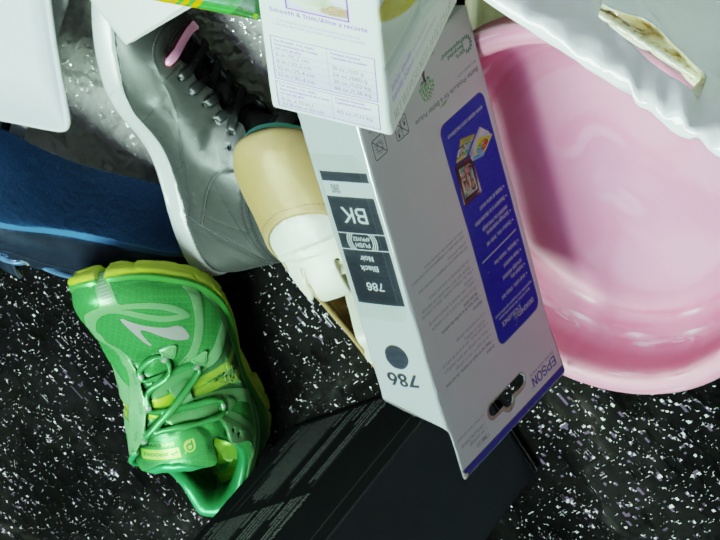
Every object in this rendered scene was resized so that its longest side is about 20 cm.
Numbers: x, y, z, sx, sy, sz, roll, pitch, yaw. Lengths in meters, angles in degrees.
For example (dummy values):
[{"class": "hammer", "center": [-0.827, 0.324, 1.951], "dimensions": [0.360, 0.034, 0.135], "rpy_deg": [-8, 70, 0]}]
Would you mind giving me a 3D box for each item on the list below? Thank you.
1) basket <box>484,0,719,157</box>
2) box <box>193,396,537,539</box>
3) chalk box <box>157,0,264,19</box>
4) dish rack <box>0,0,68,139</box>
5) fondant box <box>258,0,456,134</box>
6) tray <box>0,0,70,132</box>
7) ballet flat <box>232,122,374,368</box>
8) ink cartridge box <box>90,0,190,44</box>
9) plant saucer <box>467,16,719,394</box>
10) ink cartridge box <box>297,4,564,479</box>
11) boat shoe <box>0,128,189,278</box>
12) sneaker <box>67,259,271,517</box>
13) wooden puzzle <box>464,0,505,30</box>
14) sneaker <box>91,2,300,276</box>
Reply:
[{"class": "basket", "center": [0.169, -0.171, 1.227], "dimensions": [0.198, 0.161, 0.200], "rpy_deg": [34, 115, 6]}, {"class": "box", "center": [-0.016, 0.148, 1.570], "dimensions": [0.141, 0.200, 0.079], "rpy_deg": [-25, 106, 41]}, {"class": "chalk box", "center": [-0.078, -0.222, 1.251], "dimensions": [0.124, 0.124, 0.201], "rpy_deg": [9, 106, 0]}, {"class": "dish rack", "center": [-0.236, -0.145, 1.606], "dimensions": [0.171, 0.044, 0.200], "rpy_deg": [31, 132, 8]}, {"class": "fondant box", "center": [0.007, -0.175, 1.209], "dimensions": [0.058, 0.145, 0.200], "rpy_deg": [14, 146, 16]}, {"class": "tray", "center": [-0.240, -0.138, 1.569], "dimensions": [0.199, 0.022, 0.108], "rpy_deg": [12, 127, 24]}, {"class": "ballet flat", "center": [0.000, 0.000, 1.498], "dimensions": [0.068, 0.063, 0.200], "rpy_deg": [-17, 142, 24]}, {"class": "ink cartridge box", "center": [-0.113, -0.228, 1.400], "dimensions": [0.084, 0.146, 0.200], "rpy_deg": [-28, 104, 40]}, {"class": "plant saucer", "center": [0.117, -0.038, 1.403], "dimensions": [0.200, 0.051, 0.201], "rpy_deg": [21, 132, 25]}, {"class": "ink cartridge box", "center": [0.034, -0.013, 1.376], "dimensions": [0.039, 0.099, 0.201], "rpy_deg": [3, 121, 37]}, {"class": "boat shoe", "center": [-0.180, -0.021, 1.593], "dimensions": [0.199, 0.084, 0.069], "rpy_deg": [21, 135, -15]}, {"class": "sneaker", "center": [-0.096, 0.063, 1.605], "dimensions": [0.074, 0.084, 0.200], "rpy_deg": [-11, 141, 18]}, {"class": "wooden puzzle", "center": [0.138, -0.113, 1.397], "dimensions": [0.199, 0.046, 0.186], "rpy_deg": [17, 129, 21]}, {"class": "sneaker", "center": [-0.066, -0.084, 1.531], "dimensions": [0.099, 0.071, 0.200], "rpy_deg": [-1, 127, 30]}]
